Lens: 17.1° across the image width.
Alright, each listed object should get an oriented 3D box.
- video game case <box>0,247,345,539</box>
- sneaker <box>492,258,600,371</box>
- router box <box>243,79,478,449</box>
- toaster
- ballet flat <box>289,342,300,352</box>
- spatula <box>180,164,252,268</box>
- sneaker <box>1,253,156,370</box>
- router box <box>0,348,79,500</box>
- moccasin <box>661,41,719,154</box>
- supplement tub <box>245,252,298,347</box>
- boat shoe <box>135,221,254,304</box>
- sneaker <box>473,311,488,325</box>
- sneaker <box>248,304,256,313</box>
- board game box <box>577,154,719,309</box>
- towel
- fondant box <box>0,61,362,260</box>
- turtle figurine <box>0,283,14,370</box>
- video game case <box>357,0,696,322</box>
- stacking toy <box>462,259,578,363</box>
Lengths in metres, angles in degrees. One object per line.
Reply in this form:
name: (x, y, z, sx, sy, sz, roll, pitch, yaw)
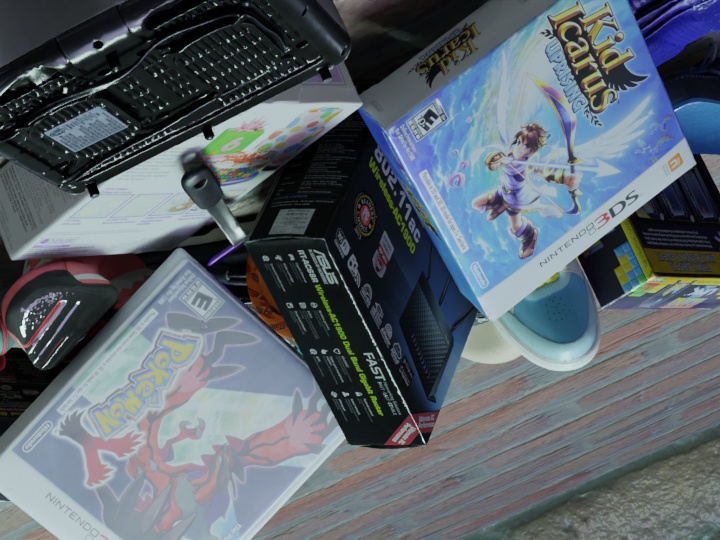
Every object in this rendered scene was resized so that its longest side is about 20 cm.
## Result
video game case: (-0.125, 0.114, 1.599, 0.200, 0.182, 0.023, -47, -154, 1)
sneaker: (0.114, -0.030, 1.739, 0.079, 0.201, 0.131, -24, 154, -4)
router box: (0.009, -0.002, 1.579, 0.062, 0.150, 0.201, -2, 134, 27)
toaster: (-0.122, -0.133, 1.175, 0.180, 0.119, 0.200, -27, 165, 9)
ballet flat: (-0.002, 0.013, 1.914, 0.201, 0.069, 0.069, -56, 154, 16)
spatula: (-0.089, -0.036, 1.519, 0.056, 0.021, 0.200, -36, 163, -2)
sneaker: (-0.200, 0.009, 1.583, 0.074, 0.087, 0.200, -49, 168, 12)
router box: (-0.220, 0.107, 1.673, 0.199, 0.063, 0.150, 3, -164, -18)
moccasin: (0.271, -0.131, 1.864, 0.080, 0.069, 0.200, -21, 166, 23)
supplement tub: (0.000, 0.000, 1.765, 0.122, 0.123, 0.200, -29, 170, 20)
boat shoe: (-0.144, 0.018, 1.755, 0.198, 0.066, 0.074, -13, 164, -33)
sneaker: (0.073, -0.050, 1.683, 0.070, 0.082, 0.201, 2, 135, 7)
sneaker: (-0.135, 0.055, 1.900, 0.199, 0.074, 0.116, -13, 166, -2)
board game box: (0.217, -0.053, 1.856, 0.057, 0.166, 0.200, -31, 162, 28)
towel: (0.206, -0.171, 1.663, 0.199, 0.050, 0.148, -28, 163, 18)
fondant box: (-0.118, -0.078, 1.486, 0.200, 0.059, 0.144, -33, 162, 37)
turtle figurine: (-0.298, 0.035, 1.545, 0.199, 0.101, 0.150, -12, 162, -19)
video game case: (0.113, -0.089, 1.553, 0.181, 0.045, 0.200, -38, 135, -6)
stacking toy: (0.140, -0.026, 1.967, 0.200, 0.146, 0.146, -32, 174, -39)
